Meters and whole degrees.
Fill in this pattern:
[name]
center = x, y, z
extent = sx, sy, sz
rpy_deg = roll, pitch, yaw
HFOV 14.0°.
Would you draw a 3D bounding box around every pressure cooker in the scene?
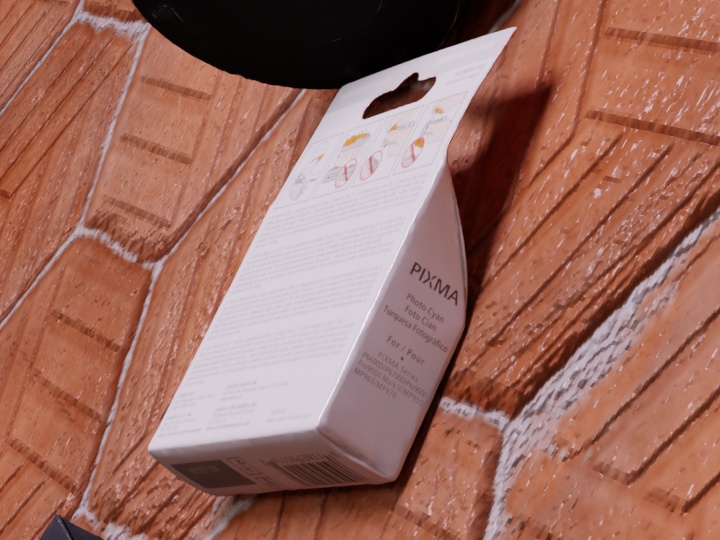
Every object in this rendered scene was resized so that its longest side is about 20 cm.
[pressure cooker]
center = -0.016, -0.208, 1.361
extent = 0.178, 0.176, 0.201
rpy_deg = -30, 40, 43

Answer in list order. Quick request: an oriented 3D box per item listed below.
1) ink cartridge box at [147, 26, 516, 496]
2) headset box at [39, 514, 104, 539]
[ink cartridge box]
center = 0.000, 0.000, 1.259
extent = 0.160, 0.047, 0.200
rpy_deg = -13, 46, 60
[headset box]
center = -0.033, 0.179, 0.936
extent = 0.093, 0.174, 0.200
rpy_deg = -58, 24, 5
